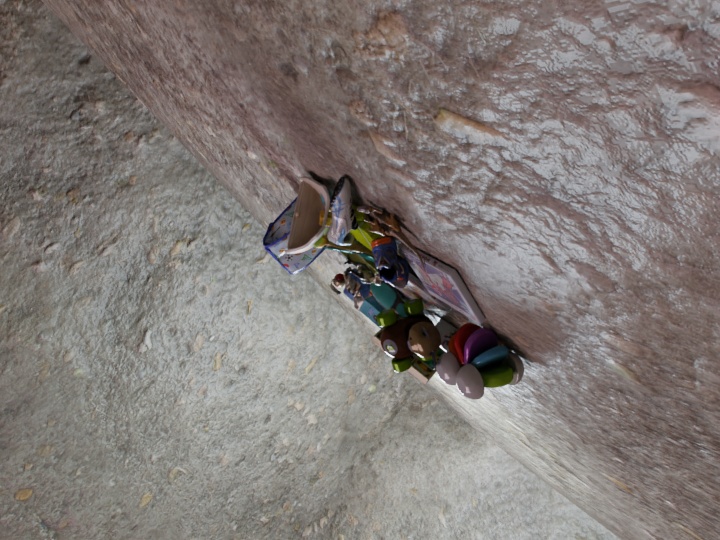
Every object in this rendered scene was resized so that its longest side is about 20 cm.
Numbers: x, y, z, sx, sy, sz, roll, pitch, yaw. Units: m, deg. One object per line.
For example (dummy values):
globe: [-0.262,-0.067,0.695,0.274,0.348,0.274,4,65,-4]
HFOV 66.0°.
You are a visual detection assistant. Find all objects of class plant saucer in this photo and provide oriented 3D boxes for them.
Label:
plant saucer: [-0.021,-0.070,1.647,0.200,0.048,0.200,43,171,-2]

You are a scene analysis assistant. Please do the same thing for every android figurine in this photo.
android figurine: [0.015,-0.097,1.387,0.199,0.041,0.183,36,168,42]

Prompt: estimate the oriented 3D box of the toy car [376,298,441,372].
toy car: [0.145,0.185,1.439,0.200,0.156,0.167,-153,43,-75]

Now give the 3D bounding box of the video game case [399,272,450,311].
video game case: [0.142,0.049,1.512,0.181,0.023,0.200,38,171,-7]

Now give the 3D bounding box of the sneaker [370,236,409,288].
sneaker: [0.069,-0.001,1.327,0.074,0.080,0.200,-11,151,17]

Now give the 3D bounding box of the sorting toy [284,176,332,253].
sorting toy: [-0.111,-0.134,1.386,0.105,0.204,0.180,12,177,-14]

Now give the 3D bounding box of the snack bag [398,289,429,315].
snack bag: [0.119,0.059,1.725,0.200,0.021,0.188,44,172,-23]

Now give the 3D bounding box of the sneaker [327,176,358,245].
sneaker: [-0.036,-0.135,1.279,0.071,0.073,0.201,11,143,2]

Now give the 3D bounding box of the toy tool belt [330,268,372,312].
toy tool belt: [-0.011,0.047,2.011,0.199,0.125,0.124,36,138,19]

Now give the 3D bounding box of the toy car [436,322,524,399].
toy car: [0.288,0.207,1.346,0.199,0.172,0.153,-155,56,-63]

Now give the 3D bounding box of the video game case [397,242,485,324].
video game case: [0.188,0.030,1.286,0.182,0.023,0.200,33,166,47]

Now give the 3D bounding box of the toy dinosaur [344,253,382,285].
toy dinosaur: [0.000,0.000,1.468,0.087,0.048,0.200,24,-172,-19]

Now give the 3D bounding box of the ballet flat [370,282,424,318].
ballet flat: [0.113,0.096,1.659,0.200,0.074,0.074,43,172,16]

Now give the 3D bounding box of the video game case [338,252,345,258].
video game case: [-0.034,-0.056,1.864,0.199,0.018,0.143,35,169,40]

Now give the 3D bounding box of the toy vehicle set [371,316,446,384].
toy vehicle set: [0.145,0.224,1.603,0.199,0.124,0.027,37,136,17]

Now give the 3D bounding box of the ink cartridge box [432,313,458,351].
ink cartridge box: [0.276,0.218,1.630,0.199,0.068,0.115,33,167,47]

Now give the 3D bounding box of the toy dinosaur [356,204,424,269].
toy dinosaur: [0.071,-0.089,1.192,0.200,0.061,0.106,46,-164,15]

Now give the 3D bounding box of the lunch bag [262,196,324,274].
lunch bag: [-0.205,-0.106,1.786,0.123,0.201,0.170,33,168,43]

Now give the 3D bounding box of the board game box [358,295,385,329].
board game box: [0.112,0.153,1.749,0.199,0.047,0.150,40,-153,19]

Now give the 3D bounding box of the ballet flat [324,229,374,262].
ballet flat: [-0.003,-0.067,1.503,0.197,0.064,0.069,16,175,-8]
